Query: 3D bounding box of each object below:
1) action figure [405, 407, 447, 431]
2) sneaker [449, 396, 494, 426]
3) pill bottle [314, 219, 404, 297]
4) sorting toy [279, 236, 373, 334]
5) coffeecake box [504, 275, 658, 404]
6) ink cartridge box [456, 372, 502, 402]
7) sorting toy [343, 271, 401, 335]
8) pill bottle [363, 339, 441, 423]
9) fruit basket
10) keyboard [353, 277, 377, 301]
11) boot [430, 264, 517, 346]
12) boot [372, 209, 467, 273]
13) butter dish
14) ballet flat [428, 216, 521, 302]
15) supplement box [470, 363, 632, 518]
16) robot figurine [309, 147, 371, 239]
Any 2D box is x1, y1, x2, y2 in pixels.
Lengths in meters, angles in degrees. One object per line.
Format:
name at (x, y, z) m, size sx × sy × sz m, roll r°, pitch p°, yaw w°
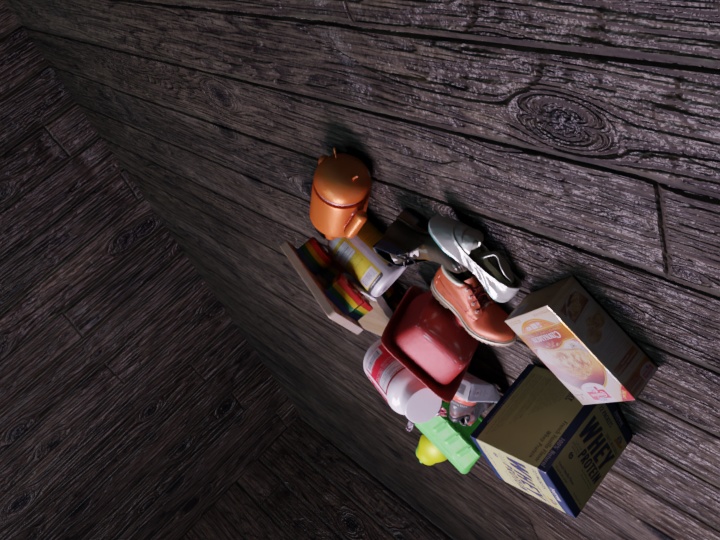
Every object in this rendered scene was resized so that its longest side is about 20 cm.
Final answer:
action figure at (0.144, 0.308, 1.884) m, size 0.199 × 0.149 × 0.135 m, roll 35°, pitch 127°, yaw 12°
sneaker at (0.249, 0.313, 1.689) m, size 0.077 × 0.083 × 0.199 m, roll 20°, pitch -177°, yaw 34°
pill bottle at (-0.001, -0.049, 1.562) m, size 0.200 × 0.111 × 0.111 m, roll 44°, pitch 161°, yaw 8°
sorting toy at (-0.062, 0.023, 1.582) m, size 0.201 × 0.069 × 0.199 m, roll 54°, pitch -175°, yaw 22°
coffeecake box at (0.355, 0.119, 1.197) m, size 0.200 × 0.073 × 0.153 m, roll 46°, pitch 160°, yaw 0°
ink cartridge box at (0.244, 0.245, 1.648) m, size 0.199 × 0.058 × 0.162 m, roll 7°, pitch -168°, yaw -44°
sorting toy at (0.034, 0.071, 1.774) m, size 0.199 × 0.070 × 0.200 m, roll 17°, pitch 147°, yaw 56°
pill bottle at (0.091, 0.235, 1.571) m, size 0.113 × 0.112 × 0.200 m, roll 59°, pitch 173°, yaw -32°
fruit basket at (0.234, 0.441, 1.967) m, size 0.214 × 0.155 × 0.217 m, roll 29°, pitch 142°, yaw 26°
keyboard at (0.000, 0.000, 1.635) m, size 0.056 × 0.011 × 0.201 m, roll 36°, pitch -160°, yaw -26°
boot at (0.218, 0.058, 1.377) m, size 0.200 × 0.075 × 0.108 m, roll 40°, pitch 153°, yaw 17°
boot at (0.107, -0.027, 1.351) m, size 0.200 × 0.097 × 0.075 m, roll 42°, pitch 172°, yaw 46°
butter dish at (0.171, 0.122, 1.479) m, size 0.199 × 0.200 × 0.148 m, roll 41°, pitch 136°, yaw -6°
ballet flat at (0.203, -0.029, 1.258) m, size 0.200 × 0.070 × 0.069 m, roll 45°, pitch 161°, yaw -9°
supplement box at (0.357, 0.312, 1.379) m, size 0.199 × 0.200 × 0.135 m, roll 12°, pitch 143°, yaw 57°
robot figurine at (-0.038, -0.143, 1.427) m, size 0.115 × 0.145 × 0.201 m, roll 11°, pitch 145°, yaw -1°
